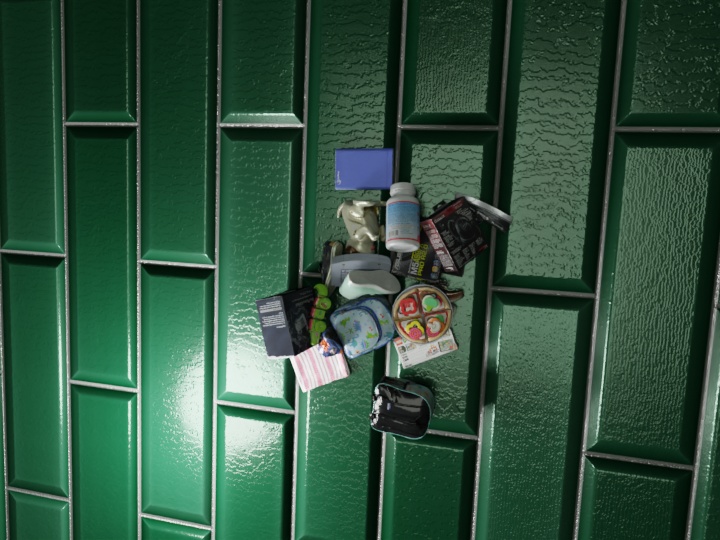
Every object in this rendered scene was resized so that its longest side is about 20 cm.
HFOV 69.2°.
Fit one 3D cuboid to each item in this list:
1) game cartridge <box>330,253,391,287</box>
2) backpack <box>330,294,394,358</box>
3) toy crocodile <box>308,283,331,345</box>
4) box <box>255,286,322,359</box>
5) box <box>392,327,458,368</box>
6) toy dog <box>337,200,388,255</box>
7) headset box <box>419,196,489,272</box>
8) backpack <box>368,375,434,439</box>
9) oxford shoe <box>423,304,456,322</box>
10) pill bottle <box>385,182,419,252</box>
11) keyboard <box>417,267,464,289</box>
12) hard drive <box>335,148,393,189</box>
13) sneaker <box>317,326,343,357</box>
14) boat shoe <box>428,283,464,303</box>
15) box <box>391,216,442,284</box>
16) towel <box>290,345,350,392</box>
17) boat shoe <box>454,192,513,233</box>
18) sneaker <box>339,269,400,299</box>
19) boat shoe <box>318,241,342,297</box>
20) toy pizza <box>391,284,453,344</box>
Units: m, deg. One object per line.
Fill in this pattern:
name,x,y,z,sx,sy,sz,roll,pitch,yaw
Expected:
game cartridge,0.000,0.000,1.714,0.196,0.134,0.041,0,52,-5
backpack,0.016,0.183,1.734,0.197,0.147,0.186,-24,93,11
toy crocodile,-0.141,0.146,1.731,0.061,0.067,0.204,12,87,-15
box,-0.235,0.172,1.756,0.115,0.196,0.204,-10,94,26
box,0.218,0.243,1.748,0.197,0.035,0.112,-22,90,14
toy dog,-0.002,-0.129,1.715,0.190,0.139,0.204,4,97,22
headset box,0.289,-0.121,1.624,0.148,0.077,0.202,-34,99,-22
backpack,0.146,0.452,1.725,0.197,0.153,0.180,13,100,21
oxford shoe,0.218,0.150,1.717,0.197,0.076,0.058,-17,122,17
pill bottle,0.134,-0.167,1.642,0.106,0.109,0.204,-1,78,13
keyboard,0.239,-0.007,1.710,0.196,0.021,0.129,12,71,13
hard drive,0.013,-0.339,1.746,0.196,0.025,0.135,2,96,13
sneaker,-0.103,0.248,1.711,0.077,0.201,0.076,-27,67,-9
boat shoe,0.239,0.079,1.709,0.196,0.076,0.073,-8,90,12
box,0.199,-0.070,1.690,0.157,0.044,0.204,13,81,11
towel,-0.147,0.334,1.847,0.197,0.030,0.149,-22,89,15
boat shoe,0.382,-0.181,1.655,0.197,0.072,0.069,27,99,2
sneaker,0.027,0.053,1.704,0.197,0.118,0.075,9,59,-25
boat shoe,-0.108,-0.006,1.781,0.061,0.074,0.204,17,109,26
toy pizza,0.197,0.145,1.665,0.196,0.032,0.204,1,104,5
